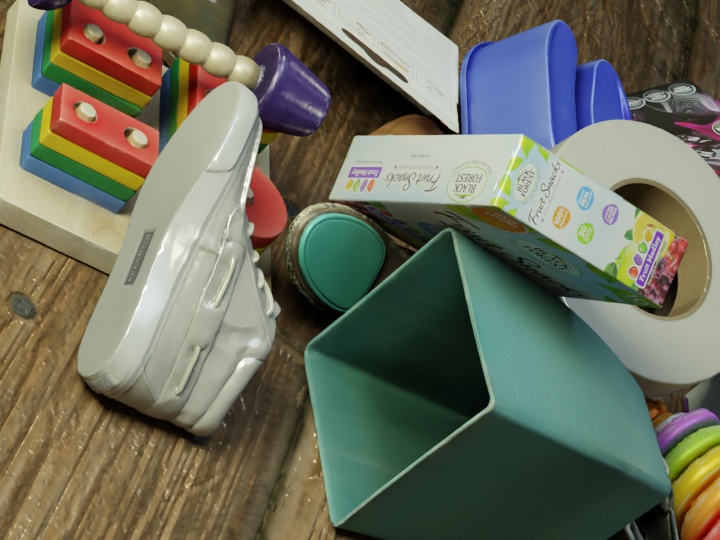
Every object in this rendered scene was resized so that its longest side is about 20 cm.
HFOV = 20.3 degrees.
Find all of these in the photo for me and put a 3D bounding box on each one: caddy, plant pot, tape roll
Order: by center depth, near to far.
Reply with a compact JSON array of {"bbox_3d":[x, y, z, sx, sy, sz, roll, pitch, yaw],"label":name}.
[{"bbox_3d":[0.092,0.099,1.266,0.200,0.141,0.142,26,37,-34],"label":"plant pot"},{"bbox_3d":[0.199,-0.010,1.437,0.202,0.037,0.203,13,65,-28],"label":"tape roll"},{"bbox_3d":[0.136,-0.094,1.547,0.141,0.105,0.200,33,46,-42],"label":"caddy"}]

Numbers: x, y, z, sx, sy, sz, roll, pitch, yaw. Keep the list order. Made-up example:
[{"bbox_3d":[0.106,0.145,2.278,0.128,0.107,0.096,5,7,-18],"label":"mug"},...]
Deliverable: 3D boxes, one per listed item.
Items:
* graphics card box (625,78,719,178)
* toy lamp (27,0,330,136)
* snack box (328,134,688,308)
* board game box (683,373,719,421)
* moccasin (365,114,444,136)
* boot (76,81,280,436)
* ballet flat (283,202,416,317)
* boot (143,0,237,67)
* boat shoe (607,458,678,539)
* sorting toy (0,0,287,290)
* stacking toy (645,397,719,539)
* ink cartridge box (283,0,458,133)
[{"bbox_3d":[0.262,-0.082,1.613,0.125,0.051,0.200,-16,34,-18],"label":"graphics card box"},{"bbox_3d":[-0.108,-0.141,1.250,0.200,0.058,0.058,25,38,-26],"label":"toy lamp"},{"bbox_3d":[0.088,-0.033,1.266,0.142,0.200,0.053,28,79,-28],"label":"snack box"},{"bbox_3d":[0.356,0.150,1.526,0.200,0.105,0.103,32,36,-18],"label":"board game box"},{"bbox_3d":[0.077,-0.030,1.443,0.201,0.074,0.078,52,38,10],"label":"moccasin"},{"bbox_3d":[-0.086,-0.004,1.182,0.096,0.074,0.200,31,76,-31],"label":"boot"},{"bbox_3d":[0.000,0.000,1.334,0.200,0.068,0.075,27,3,-46],"label":"ballet flat"},{"bbox_3d":[-0.105,-0.223,1.431,0.075,0.097,0.200,23,39,-30],"label":"boot"},{"bbox_3d":[0.185,0.154,1.370,0.071,0.064,0.200,23,38,-30],"label":"boat shoe"},{"bbox_3d":[-0.129,-0.083,1.279,0.199,0.070,0.200,27,37,-27],"label":"sorting toy"},{"bbox_3d":[0.239,0.143,1.430,0.110,0.116,0.200,-5,44,-44],"label":"stacking toy"},{"bbox_3d":[0.000,-0.170,1.499,0.162,0.057,0.200,37,24,-14],"label":"ink cartridge box"}]
